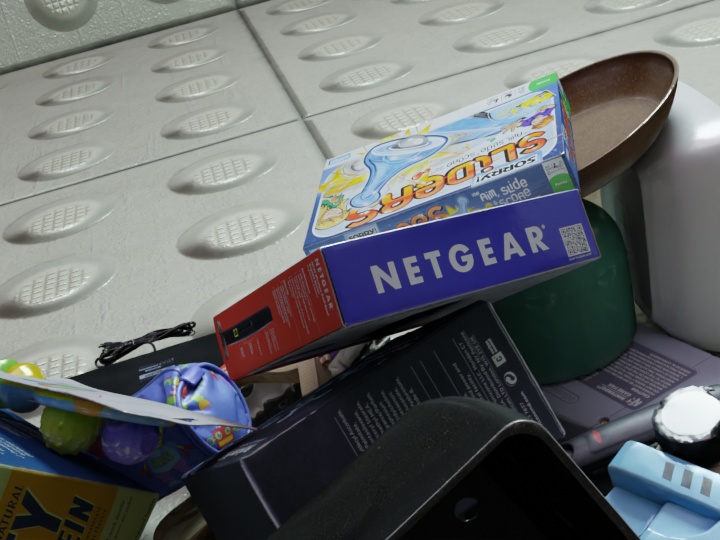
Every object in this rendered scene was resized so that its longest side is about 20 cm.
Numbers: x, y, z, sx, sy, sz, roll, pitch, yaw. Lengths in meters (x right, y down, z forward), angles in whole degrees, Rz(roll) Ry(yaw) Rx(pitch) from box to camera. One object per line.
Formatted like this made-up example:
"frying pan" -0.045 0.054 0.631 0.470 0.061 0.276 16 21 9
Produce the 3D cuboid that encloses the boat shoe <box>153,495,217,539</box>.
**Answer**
"boat shoe" -0.064 0.152 0.837 0.200 0.072 0.064 -30 29 -29

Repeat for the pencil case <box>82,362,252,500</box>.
"pencil case" -0.179 0.137 0.843 0.199 0.087 0.078 -28 14 22

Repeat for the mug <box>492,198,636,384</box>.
"mug" 0.132 -0.001 0.918 0.152 0.115 0.185 -25 27 -21

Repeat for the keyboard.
"keyboard" -0.198 0.092 1.096 0.199 0.021 0.127 -16 31 -6

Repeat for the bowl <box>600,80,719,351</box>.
"bowl" 0.250 -0.043 0.920 0.074 0.201 0.200 -12 23 0

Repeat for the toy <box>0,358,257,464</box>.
"toy" -0.180 0.098 0.742 0.199 0.047 0.115 11 -4 39

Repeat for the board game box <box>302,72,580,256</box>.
"board game box" 0.060 -0.070 0.834 0.199 0.035 0.136 -20 29 18

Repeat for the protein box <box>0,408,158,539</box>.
"protein box" -0.277 0.152 0.704 0.198 0.200 0.135 21 83 26

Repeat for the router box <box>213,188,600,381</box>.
"router box" 0.025 0.012 0.746 0.199 0.049 0.179 -14 -8 -29

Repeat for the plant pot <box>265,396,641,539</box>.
"plant pot" 0.042 0.178 0.547 0.200 0.200 0.177 -43 14 -1

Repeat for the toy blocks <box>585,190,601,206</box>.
"toy blocks" 0.164 -0.086 1.134 0.199 0.137 0.100 -11 25 7

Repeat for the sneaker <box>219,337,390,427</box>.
"sneaker" -0.068 0.080 0.991 0.199 0.077 0.085 -25 22 -23

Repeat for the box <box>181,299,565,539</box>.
"box" 0.005 0.123 0.743 0.200 0.107 0.148 -31 0 -27

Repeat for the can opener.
"can opener" 0.159 0.125 0.747 0.199 0.063 0.079 -25 43 7

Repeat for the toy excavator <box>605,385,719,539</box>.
"toy excavator" 0.164 0.169 0.666 0.194 0.100 0.200 18 53 43

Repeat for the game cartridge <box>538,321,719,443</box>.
"game cartridge" 0.188 0.087 0.881 0.133 0.042 0.200 -29 28 -20

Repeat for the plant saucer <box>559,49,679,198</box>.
"plant saucer" 0.162 -0.101 0.880 0.200 0.037 0.201 -29 21 13

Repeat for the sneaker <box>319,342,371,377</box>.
"sneaker" 0.000 0.000 0.909 0.200 0.083 0.081 -55 -3 6

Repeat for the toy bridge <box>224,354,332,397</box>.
"toy bridge" -0.105 0.114 0.888 0.200 0.027 0.067 -30 45 17
